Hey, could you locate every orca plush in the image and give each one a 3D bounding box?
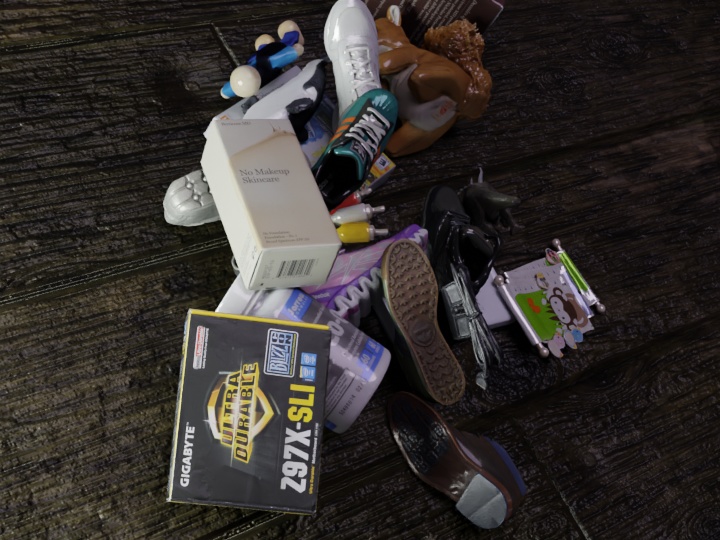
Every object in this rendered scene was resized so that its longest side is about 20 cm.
[{"bbox_3d":[-0.091,-0.202,1.677,0.201,0.104,0.072,-67,145,-52],"label":"orca plush"}]

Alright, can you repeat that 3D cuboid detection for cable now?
[{"bbox_3d":[-0.068,-0.055,1.589,0.197,0.051,0.098,-14,54,-12],"label":"cable"}]

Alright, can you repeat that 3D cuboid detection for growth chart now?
[{"bbox_3d":[0.262,0.040,1.768,0.145,0.018,0.199,53,39,10],"label":"growth chart"}]

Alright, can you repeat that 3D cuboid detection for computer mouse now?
[{"bbox_3d":[0.131,0.074,1.534,0.045,0.200,0.142,-16,78,-11],"label":"computer mouse"}]

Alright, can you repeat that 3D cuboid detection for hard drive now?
[{"bbox_3d":[0.101,0.028,1.690,0.198,0.025,0.133,-11,64,-36],"label":"hard drive"}]

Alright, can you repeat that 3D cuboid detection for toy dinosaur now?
[{"bbox_3d":[0.168,-0.081,1.739,0.103,0.077,0.200,48,3,2],"label":"toy dinosaur"}]

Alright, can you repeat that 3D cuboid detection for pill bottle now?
[{"bbox_3d":[-0.073,0.086,1.484,0.199,0.114,0.114,35,47,-4],"label":"pill bottle"}]

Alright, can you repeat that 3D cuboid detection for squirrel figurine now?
[{"bbox_3d":[0.085,-0.287,1.844,0.197,0.143,0.187,-16,51,-26],"label":"squirrel figurine"}]

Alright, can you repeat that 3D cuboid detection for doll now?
[{"bbox_3d":[-0.131,-0.269,1.704,0.049,0.135,0.201,56,21,-17],"label":"doll"}]

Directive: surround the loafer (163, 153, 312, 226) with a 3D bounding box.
[{"bbox_3d":[-0.152,-0.104,1.591,0.198,0.070,0.071,-17,76,-28],"label":"loafer"}]

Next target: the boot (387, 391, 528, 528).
[{"bbox_3d":[0.117,0.223,1.547,0.200,0.075,0.096,48,21,22],"label":"boot"}]

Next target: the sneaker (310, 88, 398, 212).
[{"bbox_3d":[-0.006,-0.143,1.563,0.071,0.080,0.201,39,69,-16],"label":"sneaker"}]

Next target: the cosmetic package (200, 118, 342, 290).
[{"bbox_3d":[-0.105,-0.078,1.482,0.102,0.074,0.202,-5,52,-27],"label":"cosmetic package"}]

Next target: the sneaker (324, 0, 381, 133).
[{"bbox_3d":[0.004,-0.247,1.656,0.074,0.203,0.100,-12,20,-18],"label":"sneaker"}]

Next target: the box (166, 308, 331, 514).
[{"bbox_3d":[-0.118,0.152,1.380,0.157,0.049,0.204,8,79,-12],"label":"box"}]

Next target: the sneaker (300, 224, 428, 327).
[{"bbox_3d":[0.000,0.000,1.597,0.088,0.081,0.200,38,64,24],"label":"sneaker"}]

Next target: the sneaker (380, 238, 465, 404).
[{"bbox_3d":[0.061,0.066,1.559,0.066,0.090,0.203,-19,90,-20],"label":"sneaker"}]

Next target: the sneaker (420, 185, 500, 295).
[{"bbox_3d":[0.131,-0.046,1.669,0.075,0.114,0.202,18,47,-20],"label":"sneaker"}]

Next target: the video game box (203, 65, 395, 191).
[{"bbox_3d":[-0.078,-0.158,1.707,0.200,0.047,0.182,45,50,5],"label":"video game box"}]

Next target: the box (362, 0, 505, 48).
[{"bbox_3d":[0.109,-0.435,1.937,0.198,0.165,0.167,29,47,-9],"label":"box"}]
